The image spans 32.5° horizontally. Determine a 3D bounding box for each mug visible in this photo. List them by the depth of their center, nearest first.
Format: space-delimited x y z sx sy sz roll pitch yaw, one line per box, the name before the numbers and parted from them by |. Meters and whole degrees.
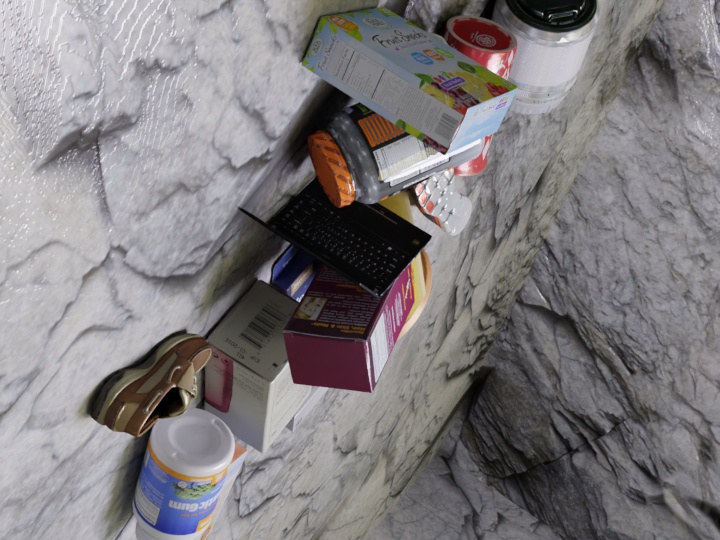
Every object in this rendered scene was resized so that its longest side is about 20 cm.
mug | 0.156 -0.244 1.789 0.132 0.178 0.201 1 128 -22

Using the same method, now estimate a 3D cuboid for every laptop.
laptop | -0.025 -0.057 1.516 0.200 0.177 0.104 -47 162 -36

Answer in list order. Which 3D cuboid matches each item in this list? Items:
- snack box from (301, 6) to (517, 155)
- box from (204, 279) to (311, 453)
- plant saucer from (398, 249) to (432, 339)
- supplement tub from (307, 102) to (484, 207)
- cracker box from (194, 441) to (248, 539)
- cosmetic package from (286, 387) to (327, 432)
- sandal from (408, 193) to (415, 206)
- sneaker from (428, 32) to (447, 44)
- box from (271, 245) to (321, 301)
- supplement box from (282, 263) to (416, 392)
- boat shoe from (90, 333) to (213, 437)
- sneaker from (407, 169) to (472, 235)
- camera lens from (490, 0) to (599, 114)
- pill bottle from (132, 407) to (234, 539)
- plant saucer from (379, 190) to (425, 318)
snack box | 0.059 -0.221 1.405 0.168 0.199 0.068 -32 150 -60
box | -0.135 0.132 1.680 0.128 0.109 0.201 -51 165 -33
plant saucer | 0.018 0.030 1.889 0.037 0.200 0.201 39 82 -42
supplement tub | 0.042 -0.160 1.529 0.199 0.123 0.123 -24 157 -12
cracker box | -0.254 0.355 1.852 0.201 0.057 0.134 -64 166 25
cosmetic package | -0.081 0.156 1.978 0.200 0.082 0.051 -50 162 -32
sandal | 0.090 -0.150 1.961 0.200 0.080 0.054 71 31 -67
sneaker | 0.074 -0.271 1.631 0.081 0.089 0.200 -21 163 27
box | -0.085 0.018 1.774 0.121 0.032 0.201 -50 163 -30
supplement box | -0.010 0.055 1.567 0.200 0.109 0.086 -62 151 -49
boat shoe | -0.230 0.141 1.444 0.200 0.074 0.076 -37 155 -55
sneaker | 0.090 -0.117 1.748 0.077 0.082 0.200 -53 146 -13
camera lens | 0.278 -0.365 1.941 0.160 0.159 0.201 -49 164 -30
pill bottle | -0.241 0.288 1.642 0.112 0.112 0.201 -41 157 -50
plant saucer | 0.053 -0.054 1.759 0.200 0.048 0.201 76 3 -60
